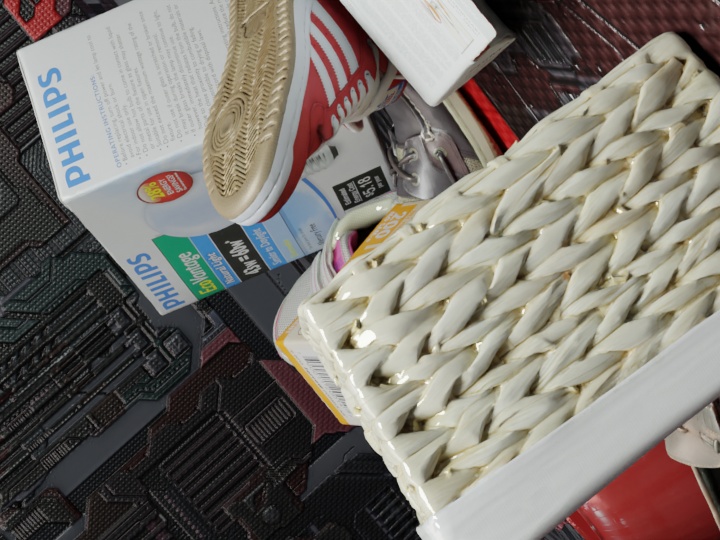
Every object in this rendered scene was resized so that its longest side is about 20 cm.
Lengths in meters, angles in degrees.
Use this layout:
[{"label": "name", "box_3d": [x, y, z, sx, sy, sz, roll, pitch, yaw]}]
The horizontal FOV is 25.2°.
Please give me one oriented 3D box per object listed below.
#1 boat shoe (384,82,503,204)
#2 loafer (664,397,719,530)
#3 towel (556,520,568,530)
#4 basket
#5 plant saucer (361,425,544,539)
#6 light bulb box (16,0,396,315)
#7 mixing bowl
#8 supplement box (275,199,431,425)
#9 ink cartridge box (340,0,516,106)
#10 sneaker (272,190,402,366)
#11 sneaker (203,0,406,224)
[{"label": "boat shoe", "box_3d": [0.050, -0.063, 0.989, 0.201, 0.065, 0.072, 52, 175, -19]}, {"label": "loafer", "box_3d": [0.204, 0.101, 0.899, 0.200, 0.063, 0.072, 52, 174, -29]}, {"label": "towel", "box_3d": [0.074, 0.095, 1.166, 0.144, 0.023, 0.200, 37, -168, -27]}, {"label": "basket", "box_3d": [0.080, 0.016, 0.643, 0.124, 0.199, 0.136, 53, 175, 5]}, {"label": "plant saucer", "box_3d": [0.074, 0.136, 1.170, 0.201, 0.039, 0.201, 42, -168, -11]}, {"label": "light bulb box", "box_3d": [-0.093, -0.092, 1.084, 0.198, 0.198, 0.126, 60, -171, -63]}, {"label": "mixing bowl", "box_3d": [0.167, 0.113, 1.041, 0.200, 0.108, 0.200, 48, 173, 8]}, {"label": "supplement box", "box_3d": [0.057, 0.021, 0.891, 0.074, 0.126, 0.199, 51, 153, -20]}, {"label": "ink cartridge box", "box_3d": [0.011, -0.163, 0.748, 0.163, 0.057, 0.200, 49, 170, -1]}, {"label": "sneaker", "box_3d": [0.000, 0.000, 1.096, 0.088, 0.200, 0.082, 2, -127, -51]}, {"label": "sneaker", "box_3d": [-0.018, -0.089, 0.861, 0.112, 0.071, 0.202, 33, -135, -31]}]
